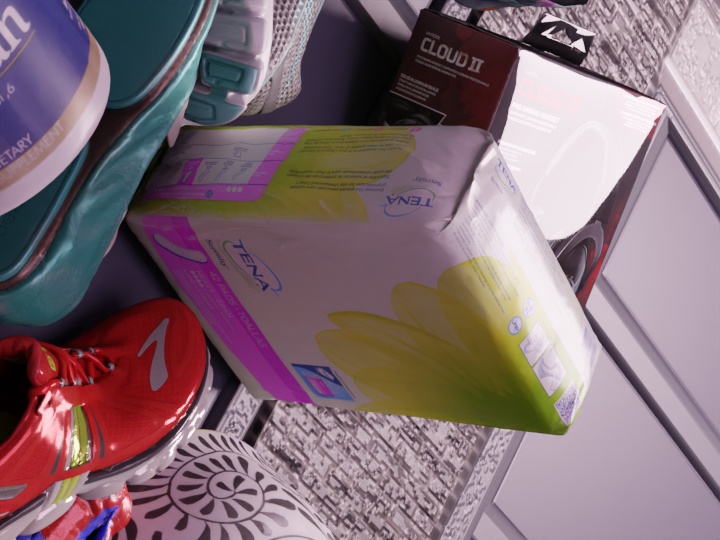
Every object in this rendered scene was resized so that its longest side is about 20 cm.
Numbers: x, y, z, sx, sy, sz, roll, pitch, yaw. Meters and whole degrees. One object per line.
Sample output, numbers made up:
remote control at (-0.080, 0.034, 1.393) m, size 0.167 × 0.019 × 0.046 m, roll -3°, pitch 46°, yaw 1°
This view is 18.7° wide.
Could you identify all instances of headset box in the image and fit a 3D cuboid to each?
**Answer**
headset box at (0.073, -0.042, 1.187) m, size 0.148 × 0.077 × 0.201 m, roll 14°, pitch 101°, yaw -51°

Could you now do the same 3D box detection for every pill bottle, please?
pill bottle at (-0.193, -0.119, 0.856) m, size 0.111 × 0.111 × 0.200 m, roll -58°, pitch 135°, yaw -25°

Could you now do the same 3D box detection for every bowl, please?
bowl at (-0.062, 0.185, 1.088) m, size 0.200 × 0.094 × 0.202 m, roll -12°, pitch 105°, yaw -49°

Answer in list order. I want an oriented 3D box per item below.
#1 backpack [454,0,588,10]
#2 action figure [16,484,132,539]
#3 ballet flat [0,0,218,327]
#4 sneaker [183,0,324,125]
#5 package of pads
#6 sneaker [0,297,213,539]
backpack at (0.082, -0.238, 1.152) m, size 0.166 × 0.126 × 0.201 m, roll -21°, pitch 112°, yaw -43°
action figure at (-0.154, 0.138, 0.999) m, size 0.065 × 0.052 × 0.200 m, roll 44°, pitch 58°, yaw -16°
ballet flat at (-0.120, -0.060, 1.002) m, size 0.201 × 0.067 × 0.070 m, roll -62°, pitch 156°, yaw -19°
sneaker at (-0.049, -0.168, 1.065) m, size 0.091 × 0.077 × 0.201 m, roll 7°, pitch 95°, yaw -66°
package of pads at (0.000, 0.000, 1.042) m, size 0.068 × 0.199 × 0.155 m, roll -60°, pitch 136°, yaw -31°
sneaker at (-0.137, 0.060, 0.971) m, size 0.200 × 0.077 × 0.085 m, roll -37°, pitch 144°, yaw -41°
